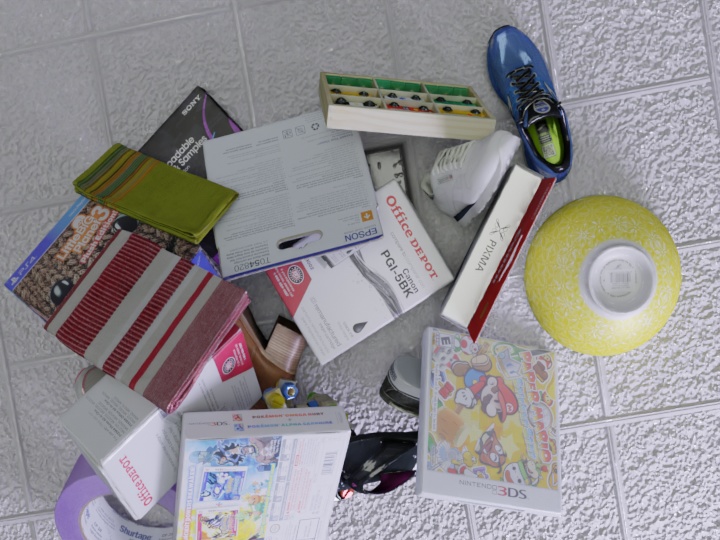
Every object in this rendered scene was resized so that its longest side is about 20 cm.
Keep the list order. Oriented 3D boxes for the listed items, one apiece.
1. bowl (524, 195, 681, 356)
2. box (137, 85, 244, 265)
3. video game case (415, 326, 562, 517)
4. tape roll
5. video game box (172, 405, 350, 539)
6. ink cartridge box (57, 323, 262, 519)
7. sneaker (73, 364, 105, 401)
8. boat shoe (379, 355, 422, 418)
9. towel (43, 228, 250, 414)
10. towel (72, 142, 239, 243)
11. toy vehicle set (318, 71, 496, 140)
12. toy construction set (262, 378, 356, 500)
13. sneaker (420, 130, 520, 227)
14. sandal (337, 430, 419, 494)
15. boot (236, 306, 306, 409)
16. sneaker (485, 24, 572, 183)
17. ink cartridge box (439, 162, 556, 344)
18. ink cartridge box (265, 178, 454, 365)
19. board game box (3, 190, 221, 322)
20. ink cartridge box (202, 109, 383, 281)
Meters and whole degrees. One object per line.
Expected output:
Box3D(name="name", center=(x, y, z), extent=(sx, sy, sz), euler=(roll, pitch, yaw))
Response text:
Box3D(name="bowl", center=(0.304, 0.009, 0.979), extent=(0.195, 0.108, 0.205), euler=(0, 93, 3))
Box3D(name="box", center=(-0.186, -0.115, 1.039), extent=(0.200, 0.036, 0.143), euler=(45, 94, 2))
Box3D(name="video game case", center=(0.156, 0.180, 0.970), extent=(0.178, 0.023, 0.204), euler=(11, 63, -12))
Box3D(name="tape roll", center=(-0.272, 0.301, 1.001), extent=(0.195, 0.066, 0.204), euler=(3, 123, 5))
Box3D(name="video game box", center=(-0.116, 0.242, 0.904), extent=(0.178, 0.047, 0.203), euler=(-1, 125, -20))
Box3D(name="ink cartridge box", center=(-0.213, 0.150, 0.887), extent=(0.083, 0.147, 0.200), euler=(33, 61, 26))
Box3D(name="sneaker", center=(-0.269, 0.177, 1.019), extent=(0.198, 0.089, 0.082), euler=(32, 50, -4))
Box3D(name="boat shoe", center=(0.120, 0.171, 1.023), extent=(0.196, 0.071, 0.064), euler=(23, 126, -6))
Box3D(name="towel", center=(-0.227, 0.047, 0.853), extent=(0.197, 0.023, 0.145), euler=(24, 69, 27))
Box3D(name="towel", center=(-0.244, -0.096, 0.953), extent=(0.197, 0.018, 0.087), euler=(22, 59, 24))
Box3D(name="toy vehicle set", center=(0.051, -0.196, 0.957), extent=(0.195, 0.125, 0.027), euler=(3, 120, -11))
Box3D(name="toy construction set", center=(-0.073, 0.236, 1.012), extent=(0.129, 0.092, 0.204), euler=(0, 112, -29))
Box3D(name="sneaker", center=(0.123, -0.113, 0.941), extent=(0.080, 0.200, 0.077), euler=(37, 70, 2))
Box3D(name="sandal", center=(0.038, 0.233, 0.972), extent=(0.196, 0.048, 0.077), euler=(-9, 119, -8))
Box3D(name="boot", center=(-0.178, 0.108, 1.037), extent=(0.197, 0.077, 0.158), euler=(27, 98, -5))
Box3D(name="sneaker", center=(0.215, -0.206, 0.984), extent=(0.077, 0.089, 0.203), euler=(-24, 91, 3))
Box3D(name="ink cartridge box", center=(0.155, -0.026, 0.946), extent=(0.044, 0.176, 0.203), euler=(26, 97, 3))
Box3D(name="ink cartridge box", center=(0.000, 0.000, 1.008), extent=(0.198, 0.083, 0.148), euler=(-33, 89, 5))
Box3D(name="board game box", center=(-0.287, 0.019, 0.957), extent=(0.197, 0.097, 0.161), euler=(25, 69, 27))
Box3D(name="ink cartridge box", center=(-0.081, -0.089, 0.957), extent=(0.195, 0.041, 0.204), euler=(-14, 61, 2))
